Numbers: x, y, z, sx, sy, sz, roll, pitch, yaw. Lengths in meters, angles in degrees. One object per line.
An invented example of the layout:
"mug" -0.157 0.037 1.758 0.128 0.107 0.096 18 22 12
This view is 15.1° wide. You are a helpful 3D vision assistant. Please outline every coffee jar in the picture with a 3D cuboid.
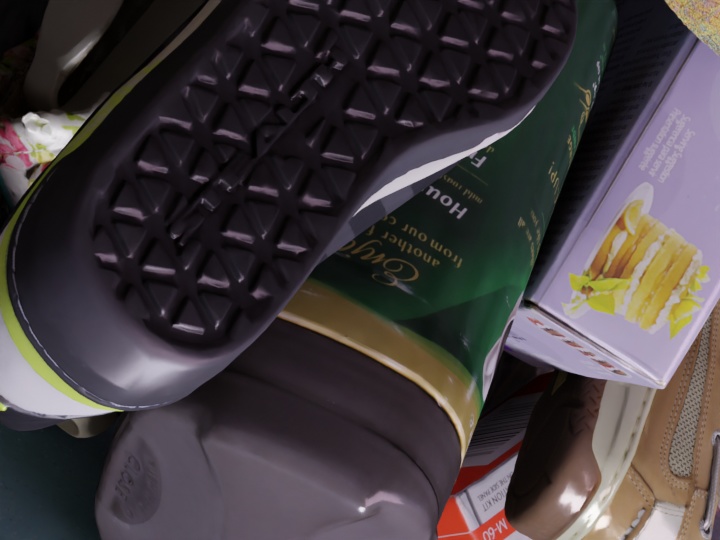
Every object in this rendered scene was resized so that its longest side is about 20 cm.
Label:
"coffee jar" 0.000 0.000 0.721 0.104 0.085 0.201 117 -4 -51

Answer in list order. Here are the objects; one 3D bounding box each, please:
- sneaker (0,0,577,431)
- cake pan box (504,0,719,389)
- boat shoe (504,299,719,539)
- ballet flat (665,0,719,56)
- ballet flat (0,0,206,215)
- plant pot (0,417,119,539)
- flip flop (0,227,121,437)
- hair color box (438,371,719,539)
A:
"sneaker" -0.029 -0.029 0.629 0.200 0.072 0.083 -40 -174 -41
"cake pan box" 0.096 -0.056 0.832 0.185 0.052 0.200 -57 -174 -5
"boat shoe" 0.109 0.026 0.922 0.072 0.076 0.201 -49 -167 52
"ballet flat" 0.085 -0.143 0.719 0.070 0.201 0.071 -16 161 -6
"ballet flat" -0.028 -0.089 0.699 0.200 0.075 0.064 -55 136 -15
"plant pot" -0.078 0.146 0.750 0.200 0.134 0.201 -36 141 -36
"flip flop" -0.115 -0.002 0.648 0.058 0.081 0.200 -41 151 -4
"hair color box" 0.090 0.145 0.958 0.111 0.064 0.201 -32 102 -38
